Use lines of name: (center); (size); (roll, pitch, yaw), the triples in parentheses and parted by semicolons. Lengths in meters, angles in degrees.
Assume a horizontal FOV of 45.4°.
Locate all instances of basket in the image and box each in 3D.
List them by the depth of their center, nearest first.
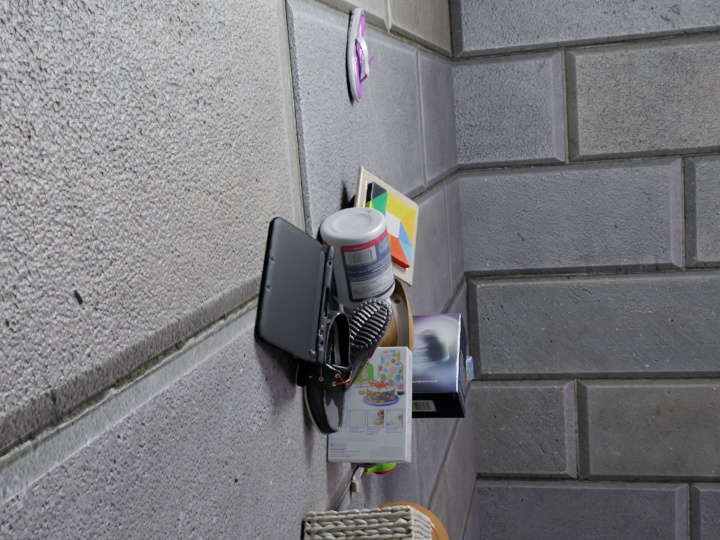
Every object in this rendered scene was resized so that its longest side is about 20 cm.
basket: (0.015, 0.476, 1.392); (0.200, 0.196, 0.163); (54, 32, -65)

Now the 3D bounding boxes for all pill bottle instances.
pill bottle: (0.000, 0.000, 1.557); (0.120, 0.118, 0.202); (-71, 156, -56)

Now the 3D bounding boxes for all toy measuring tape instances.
toy measuring tape: (0.035, 0.392, 1.742); (0.200, 0.073, 0.075); (-47, 133, -72)

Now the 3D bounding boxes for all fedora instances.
fedora: (0.045, 0.113, 1.744); (0.200, 0.081, 0.203); (176, -90, -75)

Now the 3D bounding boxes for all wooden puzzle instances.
wooden puzzle: (0.055, -0.088, 1.703); (0.199, 0.037, 0.187); (32, 54, -41)

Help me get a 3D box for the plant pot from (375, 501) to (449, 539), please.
plant pot: (0.052, 0.521, 1.562); (0.140, 0.198, 0.203); (30, 57, -59)

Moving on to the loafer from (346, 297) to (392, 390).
loafer: (-0.014, 0.136, 1.503); (0.201, 0.073, 0.071); (-55, 171, -12)

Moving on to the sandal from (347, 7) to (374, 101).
sandal: (0.004, -0.454, 1.791); (0.082, 0.049, 0.205); (38, 51, -72)

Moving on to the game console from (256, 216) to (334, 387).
game console: (-0.108, 0.051, 1.314); (0.176, 0.115, 0.202); (124, -25, -59)

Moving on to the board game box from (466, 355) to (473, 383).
board game box: (0.161, 0.251, 2.015); (0.200, 0.197, 0.062); (-64, 149, -64)

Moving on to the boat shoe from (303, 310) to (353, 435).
boat shoe: (-0.049, 0.166, 1.408); (0.073, 0.063, 0.204); (6, 80, -52)

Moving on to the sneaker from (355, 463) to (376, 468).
sneaker: (0.019, 0.282, 1.684); (0.079, 0.074, 0.202); (-85, -172, -74)

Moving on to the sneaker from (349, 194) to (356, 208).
sneaker: (0.007, -0.060, 1.731); (0.091, 0.075, 0.203); (-20, 100, -66)

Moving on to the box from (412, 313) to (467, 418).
box: (0.130, 0.209, 1.898); (0.124, 0.197, 0.200); (70, 22, -51)

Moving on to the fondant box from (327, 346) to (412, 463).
fondant box: (0.018, 0.241, 1.541); (0.058, 0.142, 0.203); (44, 46, -70)
